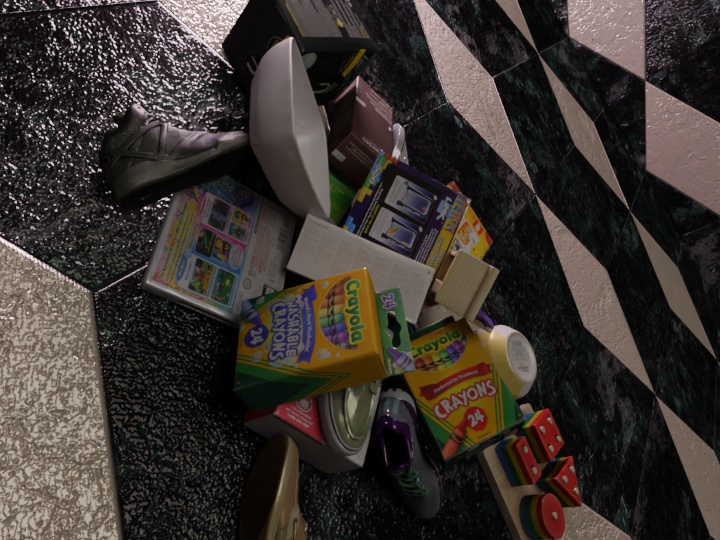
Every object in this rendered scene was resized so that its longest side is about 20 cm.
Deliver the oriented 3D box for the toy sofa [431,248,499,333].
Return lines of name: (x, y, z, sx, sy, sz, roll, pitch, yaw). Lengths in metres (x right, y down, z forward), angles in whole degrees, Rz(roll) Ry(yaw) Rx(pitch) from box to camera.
toy sofa: (0.162, 0.023, 0.811, 0.096, 0.084, 0.200, 29, 4, 1)

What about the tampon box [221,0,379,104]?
tampon box: (-0.096, -0.366, 0.867, 0.198, 0.149, 0.128, -27, 86, -47)

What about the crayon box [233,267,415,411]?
crayon box: (-0.044, 0.073, 0.608, 0.052, 0.194, 0.128, 68, 10, -45)

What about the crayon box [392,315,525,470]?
crayon box: (0.126, 0.156, 0.747, 0.124, 0.051, 0.202, -22, 55, -9)

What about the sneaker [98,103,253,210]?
sneaker: (-0.232, -0.162, 0.661, 0.197, 0.076, 0.116, -27, 83, -30)

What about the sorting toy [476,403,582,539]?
sorting toy: (0.320, 0.369, 0.942, 0.198, 0.069, 0.203, -19, 83, -47)

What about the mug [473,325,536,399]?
mug: (0.201, 0.176, 0.868, 0.150, 0.152, 0.188, 49, 45, -13)

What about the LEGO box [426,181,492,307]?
LEGO box: (0.156, -0.055, 0.999, 0.151, 0.076, 0.200, 54, 43, -8)

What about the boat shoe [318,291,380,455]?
boat shoe: (-0.005, 0.117, 0.642, 0.071, 0.061, 0.205, 23, 55, -33)

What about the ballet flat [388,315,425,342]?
ballet flat: (0.062, 0.073, 0.863, 0.071, 0.071, 0.205, -9, 76, -45)

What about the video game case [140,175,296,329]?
video game case: (-0.178, -0.031, 0.707, 0.180, 0.023, 0.205, 28, 53, -30)

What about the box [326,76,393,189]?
box: (0.002, -0.245, 0.928, 0.099, 0.074, 0.204, 34, 40, -28)

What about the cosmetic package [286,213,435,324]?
cosmetic package: (0.000, 0.000, 0.748, 0.196, 0.051, 0.084, 24, 85, -1)

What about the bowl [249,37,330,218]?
bowl: (-0.100, -0.189, 0.746, 0.201, 0.072, 0.205, 68, 13, -58)

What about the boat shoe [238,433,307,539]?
boat shoe: (-0.096, 0.292, 0.588, 0.064, 0.070, 0.205, 27, 62, -36)

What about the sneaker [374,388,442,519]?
sneaker: (0.056, 0.267, 0.706, 0.088, 0.073, 0.205, -54, 126, -66)

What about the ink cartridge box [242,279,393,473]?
ink cartridge box: (-0.047, 0.137, 0.699, 0.144, 0.083, 0.203, 37, 49, -23)

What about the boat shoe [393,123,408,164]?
boat shoe: (0.063, -0.182, 0.983, 0.065, 0.071, 0.205, 31, 51, -33)

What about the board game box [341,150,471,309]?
board game box: (0.056, -0.054, 0.812, 0.162, 0.057, 0.204, 28, 82, -1)

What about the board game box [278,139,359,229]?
board game box: (-0.055, -0.138, 0.876, 0.095, 0.030, 0.202, 44, 47, -18)
